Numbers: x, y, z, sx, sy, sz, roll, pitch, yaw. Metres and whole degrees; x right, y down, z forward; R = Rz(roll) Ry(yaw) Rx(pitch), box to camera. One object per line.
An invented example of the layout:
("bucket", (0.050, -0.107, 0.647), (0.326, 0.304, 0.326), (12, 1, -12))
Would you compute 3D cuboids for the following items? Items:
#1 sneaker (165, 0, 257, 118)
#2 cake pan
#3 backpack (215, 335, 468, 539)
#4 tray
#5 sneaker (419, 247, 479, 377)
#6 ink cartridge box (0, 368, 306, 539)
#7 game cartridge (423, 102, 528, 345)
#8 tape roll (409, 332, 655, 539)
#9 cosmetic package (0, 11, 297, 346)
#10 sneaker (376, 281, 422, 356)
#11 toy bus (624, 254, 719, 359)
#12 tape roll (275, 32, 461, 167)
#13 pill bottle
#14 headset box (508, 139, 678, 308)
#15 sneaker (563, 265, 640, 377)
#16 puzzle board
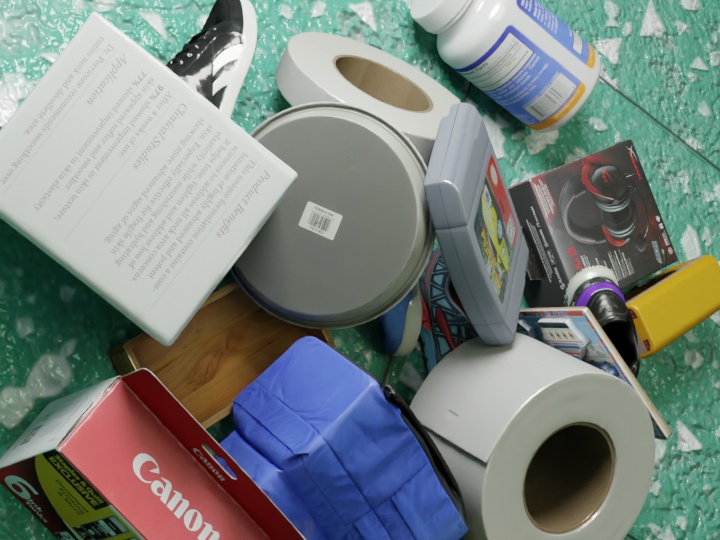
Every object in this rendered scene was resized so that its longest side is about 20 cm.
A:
("sneaker", (-0.165, -0.183, 1.302), (0.111, 0.073, 0.202), (25, 64, -30))
("cake pan", (-0.032, -0.047, 1.258), (0.037, 0.199, 0.202), (-23, 90, -82))
("backpack", (-0.017, 0.184, 1.246), (0.168, 0.162, 0.201), (-41, 120, -6))
("tray", (-0.121, 0.070, 1.283), (0.199, 0.037, 0.099), (-30, 95, -38))
("sneaker", (0.109, 0.070, 1.417), (0.079, 0.095, 0.202), (-23, 90, -39))
("ink cartridge box", (-0.165, 0.186, 1.125), (0.200, 0.175, 0.084), (48, 54, -14))
("game cartridge", (0.109, -0.034, 1.312), (0.134, 0.040, 0.201), (-69, 145, -42))
("tape roll", (0.157, 0.172, 1.349), (0.201, 0.139, 0.205), (-8, 107, -28))
("cosmetic package", (-0.182, -0.068, 1.142), (0.200, 0.166, 0.168), (39, 84, -8))
("sneaker", (0.000, -0.001, 1.347), (0.110, 0.201, 0.077), (-6, 39, -10))
("toy bus", (0.323, 0.051, 1.595), (0.199, 0.078, 0.066), (-27, 92, -39))
("tape roll", (0.015, -0.164, 1.380), (0.201, 0.037, 0.203), (21, 26, -11))
("pill bottle", (0.152, -0.245, 1.536), (0.199, 0.112, 0.113), (34, 58, -23))
("headset box", (0.236, -0.041, 1.560), (0.199, 0.075, 0.150), (-21, 90, -39))
("sneaker", (0.250, 0.104, 1.469), (0.069, 0.100, 0.202), (-14, 124, -4))
("puzzle board", (0.214, 0.102, 1.429), (0.017, 0.200, 0.151), (-38, 100, -17))
